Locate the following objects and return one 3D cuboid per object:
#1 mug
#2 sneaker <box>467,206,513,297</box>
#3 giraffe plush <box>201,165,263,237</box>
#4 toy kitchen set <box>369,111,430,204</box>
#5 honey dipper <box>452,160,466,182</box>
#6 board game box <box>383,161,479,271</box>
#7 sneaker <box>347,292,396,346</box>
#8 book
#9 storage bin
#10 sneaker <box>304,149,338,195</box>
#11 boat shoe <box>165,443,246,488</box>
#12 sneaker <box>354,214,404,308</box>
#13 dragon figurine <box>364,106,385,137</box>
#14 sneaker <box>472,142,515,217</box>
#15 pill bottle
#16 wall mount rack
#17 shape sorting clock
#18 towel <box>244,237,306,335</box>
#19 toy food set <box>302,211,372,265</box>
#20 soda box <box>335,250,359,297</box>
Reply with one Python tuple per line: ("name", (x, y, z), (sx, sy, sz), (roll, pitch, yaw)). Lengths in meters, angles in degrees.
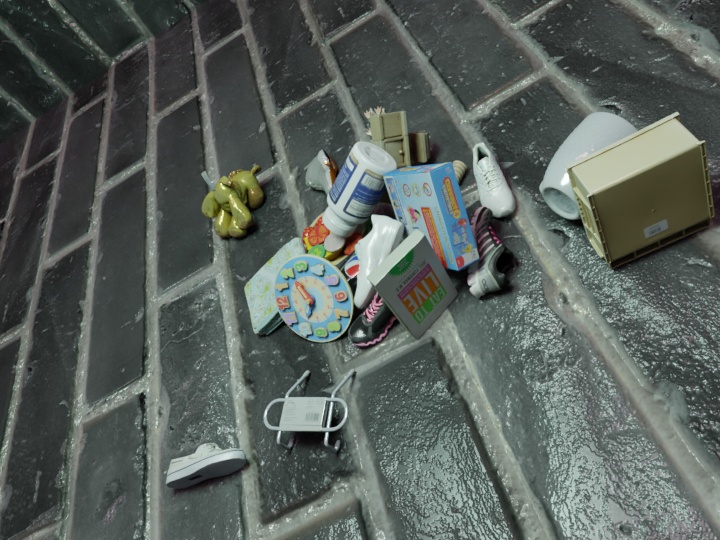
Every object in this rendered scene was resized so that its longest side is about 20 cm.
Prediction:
("mug", (0.434, -0.192, 1.180), (0.176, 0.148, 0.200), (-46, 13, -10))
("sneaker", (0.269, -0.042, 1.207), (0.086, 0.074, 0.203), (-7, 58, 27))
("giraffe plush", (-0.344, -0.212, 1.677), (0.171, 0.203, 0.162), (-1, 27, 35))
("toy kitchen set", (0.141, -0.266, 1.371), (0.161, 0.203, 0.180), (-17, 18, -29))
("honey dipper", (0.189, -0.165, 1.375), (0.038, 0.038, 0.202), (14, 67, 38))
("board game box", (0.140, -0.110, 1.207), (0.055, 0.203, 0.195), (-24, 16, -20))
("sneaker", (0.045, 0.074, 1.243), (0.199, 0.096, 0.079), (-39, 47, 2))
("book", (0.106, 0.029, 1.163), (0.134, 0.200, 0.048), (-44, 45, -5))
("storage bin", (0.494, -0.130, 1.045), (0.198, 0.199, 0.094), (-25, 38, 12))
("sneaker", (-0.101, -0.238, 1.596), (0.091, 0.076, 0.201), (-35, 38, 14))
("boat shoe", (-0.324, 0.397, 1.249), (0.198, 0.071, 0.071), (-26, 49, 22))
("sneaker", (0.019, -0.021, 1.271), (0.088, 0.075, 0.202), (23, 90, 18))
("dragon figurine", (0.054, -0.369, 1.597), (0.058, 0.099, 0.203), (-18, 68, 17))
("sneaker", (0.283, -0.199, 1.313), (0.070, 0.080, 0.202), (-23, 49, 12))
("pill bottle", (-0.008, -0.178, 1.345), (0.201, 0.110, 0.112), (-57, 36, 32))
("wall mount rack", (-0.092, 0.271, 1.198), (0.197, 0.075, 0.176), (-6, 57, 28))
("shape sorting clock", (-0.105, 0.063, 1.294), (0.197, 0.203, 0.039), (-2, 18, 31))
("towel", (-0.196, 0.037, 1.425), (0.200, 0.048, 0.172), (-41, 44, 18))
("toy food set", (-0.060, -0.094, 1.467), (0.198, 0.049, 0.199), (-30, 46, 8))
("soda box", (0.000, 0.000, 1.342), (0.199, 0.071, 0.064), (-38, 48, 2))
